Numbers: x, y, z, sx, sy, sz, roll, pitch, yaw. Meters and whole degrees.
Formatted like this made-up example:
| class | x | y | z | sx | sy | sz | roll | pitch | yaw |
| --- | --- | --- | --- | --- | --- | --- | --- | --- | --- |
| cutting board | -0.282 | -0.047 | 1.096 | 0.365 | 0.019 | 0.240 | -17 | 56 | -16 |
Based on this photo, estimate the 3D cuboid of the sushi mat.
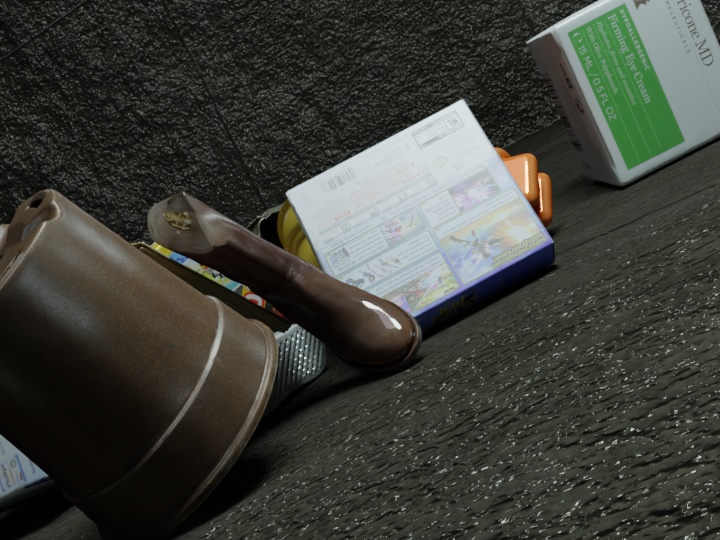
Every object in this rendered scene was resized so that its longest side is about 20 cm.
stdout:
| class | x | y | z | sx | sy | sz | roll | pitch | yaw |
| --- | --- | --- | --- | --- | --- | --- | --- | --- | --- |
| sushi mat | -0.153 | 0.019 | 0.917 | 0.094 | 0.012 | 0.199 | -4 | -22 | 35 |

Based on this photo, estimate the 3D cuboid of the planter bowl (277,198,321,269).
| class | x | y | z | sx | sy | sz | roll | pitch | yaw |
| --- | --- | --- | --- | --- | --- | --- | --- | --- | --- |
| planter bowl | 0.000 | 0.000 | 1.125 | 0.199 | 0.200 | 0.085 | -23 | 41 | 39 |

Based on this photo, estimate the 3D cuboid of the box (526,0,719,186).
| class | x | y | z | sx | sy | sz | roll | pitch | yaw |
| --- | --- | --- | --- | --- | --- | --- | --- | --- | --- |
| box | 0.324 | -0.229 | 1.279 | 0.169 | 0.201 | 0.200 | -26 | 7 | 3 |

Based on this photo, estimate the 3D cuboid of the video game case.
| class | x | y | z | sx | sy | sz | roll | pitch | yaw |
| --- | --- | --- | --- | --- | --- | --- | --- | --- | --- |
| video game case | 0.054 | -0.041 | 1.008 | 0.198 | 0.183 | 0.046 | -27 | -29 | -2 |

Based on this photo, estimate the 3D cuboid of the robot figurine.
| class | x | y | z | sx | sy | sz | roll | pitch | yaw |
| --- | --- | --- | --- | --- | --- | --- | --- | --- | --- |
| robot figurine | 0.110 | -0.066 | 1.177 | 0.197 | 0.119 | 0.143 | -15 | 2 | 29 |

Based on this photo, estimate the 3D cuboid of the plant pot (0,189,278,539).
| class | x | y | z | sx | sy | sz | roll | pitch | yaw |
| --- | --- | --- | --- | --- | --- | --- | --- | --- | --- |
| plant pot | -0.196 | 0.062 | 0.776 | 0.199 | 0.198 | 0.202 | -35 | 29 | 23 |

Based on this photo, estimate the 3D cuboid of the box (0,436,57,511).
| class | x | y | z | sx | sy | sz | roll | pitch | yaw |
| --- | --- | --- | --- | --- | --- | --- | --- | --- | --- |
| box | -0.362 | 0.187 | 1.124 | 0.198 | 0.106 | 0.184 | -25 | -8 | 18 |

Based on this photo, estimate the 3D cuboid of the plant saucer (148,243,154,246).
| class | x | y | z | sx | sy | sz | roll | pitch | yaw |
| --- | --- | --- | --- | --- | --- | --- | --- | --- | --- |
| plant saucer | -0.264 | 0.028 | 1.327 | 0.199 | 0.032 | 0.201 | -35 | -21 | -16 |

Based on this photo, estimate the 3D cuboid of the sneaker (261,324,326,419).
| class | x | y | z | sx | sy | sz | roll | pitch | yaw |
| --- | --- | --- | --- | --- | --- | --- | --- | --- | --- |
| sneaker | -0.113 | 0.103 | 1.004 | 0.078 | 0.080 | 0.199 | -17 | -2 | 31 |

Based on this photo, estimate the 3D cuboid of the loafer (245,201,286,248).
| class | x | y | z | sx | sy | sz | roll | pitch | yaw |
| --- | --- | --- | --- | --- | --- | --- | --- | --- | --- |
| loafer | -0.111 | -0.042 | 1.316 | 0.069 | 0.076 | 0.199 | -17 | -15 | -48 |

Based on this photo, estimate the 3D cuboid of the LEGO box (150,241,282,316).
| class | x | y | z | sx | sy | sz | roll | pitch | yaw |
| --- | --- | --- | --- | --- | --- | --- | --- | --- | --- |
| LEGO box | -0.193 | 0.062 | 1.096 | 0.201 | 0.149 | 0.077 | -49 | 14 | -19 |

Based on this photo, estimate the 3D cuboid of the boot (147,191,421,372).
| class | x | y | z | sx | sy | sz | roll | pitch | yaw |
| --- | --- | --- | --- | --- | --- | --- | --- | --- | --- |
| boot | -0.064 | 0.007 | 0.873 | 0.185 | 0.200 | 0.065 | 19 | 78 | 41 |
